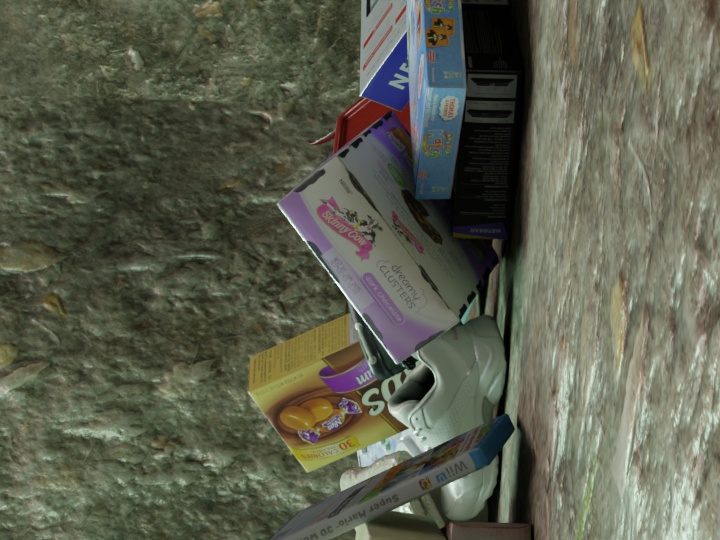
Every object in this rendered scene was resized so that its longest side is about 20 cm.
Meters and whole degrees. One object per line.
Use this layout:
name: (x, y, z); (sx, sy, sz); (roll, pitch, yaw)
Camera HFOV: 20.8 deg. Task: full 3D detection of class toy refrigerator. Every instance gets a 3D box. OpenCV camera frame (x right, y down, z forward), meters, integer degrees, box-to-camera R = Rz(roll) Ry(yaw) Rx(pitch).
toy refrigerator: (0.031, 0.235, 1.525); (0.200, 0.069, 0.077); (154, 124, -87)

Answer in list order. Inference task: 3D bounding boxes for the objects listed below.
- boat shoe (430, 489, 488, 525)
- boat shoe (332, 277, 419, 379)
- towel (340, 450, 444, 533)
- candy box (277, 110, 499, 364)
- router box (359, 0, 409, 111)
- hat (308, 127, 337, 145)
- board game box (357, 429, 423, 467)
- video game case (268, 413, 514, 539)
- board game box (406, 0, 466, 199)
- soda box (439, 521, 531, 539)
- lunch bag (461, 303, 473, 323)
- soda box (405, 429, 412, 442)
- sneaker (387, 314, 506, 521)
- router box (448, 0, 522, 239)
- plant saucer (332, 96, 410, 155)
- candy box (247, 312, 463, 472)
boat shoe: (0.083, 0.251, 1.849); (0.060, 0.071, 0.202); (-93, 0, -64)
boat shoe: (0.000, 0.000, 1.757); (0.075, 0.060, 0.202); (25, -141, -61)
towel: (0.051, 0.265, 1.788); (0.132, 0.034, 0.202); (-31, 80, 61)
candy box: (0.029, -0.032, 1.669); (0.168, 0.071, 0.200); (54, -160, -4)
router box: (0.064, -0.286, 1.896); (0.200, 0.048, 0.181); (-51, 29, 45)
hat: (0.033, -0.203, 2.082); (0.166, 0.174, 0.202); (-93, 4, -68)
board game box: (0.044, 0.209, 2.012); (0.200, 0.026, 0.202); (-30, 65, 57)
video game case: (0.023, 0.173, 1.554); (0.018, 0.199, 0.143); (63, -166, 0)
board game box: (0.061, -0.185, 1.637); (0.152, 0.036, 0.202); (95, 175, -57)
soda box: (0.094, 0.236, 1.553); (0.200, 0.063, 0.069); (96, 175, -80)
lunch bag: (0.064, -0.033, 1.940); (0.171, 0.121, 0.201); (-87, 12, -54)
soda box: (0.079, 0.164, 2.060); (0.064, 0.067, 0.203); (-124, 35, -84)
sneaker: (0.071, 0.131, 1.724); (0.078, 0.098, 0.202); (-112, 21, -63)
router box: (0.103, -0.144, 1.708); (0.201, 0.052, 0.159); (-91, 3, -60)
plant saucer: (0.037, -0.142, 1.947); (0.199, 0.037, 0.201); (-38, 27, 28)
candy box: (0.008, 0.099, 1.838); (0.117, 0.198, 0.057); (56, -160, -31)
